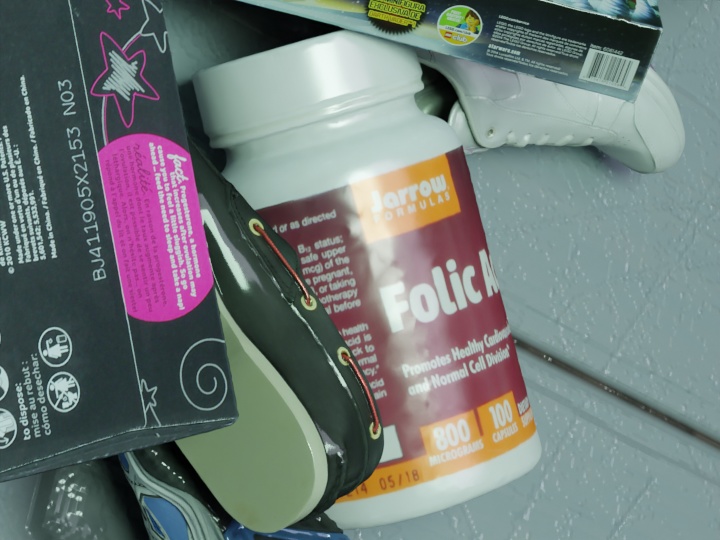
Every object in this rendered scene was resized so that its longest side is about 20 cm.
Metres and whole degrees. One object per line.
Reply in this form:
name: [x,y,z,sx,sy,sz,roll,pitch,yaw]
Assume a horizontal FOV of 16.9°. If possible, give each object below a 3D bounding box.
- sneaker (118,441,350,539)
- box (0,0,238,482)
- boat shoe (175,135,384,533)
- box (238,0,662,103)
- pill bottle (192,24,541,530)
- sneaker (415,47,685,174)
sneaker: [-0.067,0.092,0.995,0.075,0.077,0.201,-18,78,-39]
box: [-0.143,-0.027,0.868,0.132,0.114,0.201,-11,90,-40]
boat shoe: [-0.062,0.006,0.953,0.063,0.074,0.202,-20,75,-56]
box: [0.024,-0.144,1.029,0.199,0.040,0.137,13,32,-9]
pill bottle: [0.000,0.000,1.036,0.114,0.114,0.201,-20,97,-42]
sneaker: [0.072,-0.087,1.159,0.200,0.075,0.100,32,80,-32]
